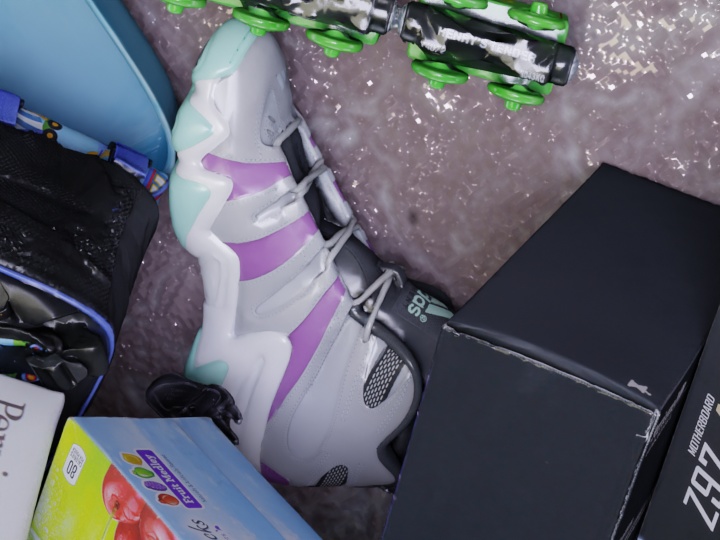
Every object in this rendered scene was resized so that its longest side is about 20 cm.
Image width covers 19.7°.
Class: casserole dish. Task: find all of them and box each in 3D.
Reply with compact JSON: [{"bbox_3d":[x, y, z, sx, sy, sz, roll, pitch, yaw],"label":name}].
[{"bbox_3d":[-0.148,-0.100,0.833,0.120,0.039,0.201,-19,118,32],"label":"casserole dish"}]

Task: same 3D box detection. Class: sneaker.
[{"bbox_3d":[0.000,0.000,0.823,0.139,0.078,0.201,8,120,16],"label":"sneaker"}]

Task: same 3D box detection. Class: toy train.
[{"bbox_3d":[-0.014,-0.105,0.781,0.198,0.056,0.042,16,105,1],"label":"toy train"}]

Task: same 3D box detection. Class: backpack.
[{"bbox_3d":[-0.195,0.003,0.798,0.199,0.135,0.183,22,135,-10],"label":"backpack"}]

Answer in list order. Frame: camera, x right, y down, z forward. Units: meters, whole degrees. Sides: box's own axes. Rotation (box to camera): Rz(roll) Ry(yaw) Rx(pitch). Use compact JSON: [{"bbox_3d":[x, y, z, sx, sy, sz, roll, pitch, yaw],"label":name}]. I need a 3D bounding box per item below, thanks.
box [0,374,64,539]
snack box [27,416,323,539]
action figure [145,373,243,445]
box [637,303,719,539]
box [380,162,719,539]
[{"bbox_3d":[-0.202,0.151,0.708,0.130,0.200,0.201,19,134,-12],"label":"box"},{"bbox_3d":[-0.066,0.177,0.697,0.169,0.067,0.201,40,117,44],"label":"snack box"},{"bbox_3d":[-0.041,0.140,0.825,0.118,0.102,0.200,-32,126,3],"label":"action figure"},{"bbox_3d":[0.197,0.057,0.710,0.044,0.199,0.161,45,128,50],"label":"box"},{"bbox_3d":[0.075,0.061,0.740,0.078,0.200,0.142,24,114,13],"label":"box"}]
